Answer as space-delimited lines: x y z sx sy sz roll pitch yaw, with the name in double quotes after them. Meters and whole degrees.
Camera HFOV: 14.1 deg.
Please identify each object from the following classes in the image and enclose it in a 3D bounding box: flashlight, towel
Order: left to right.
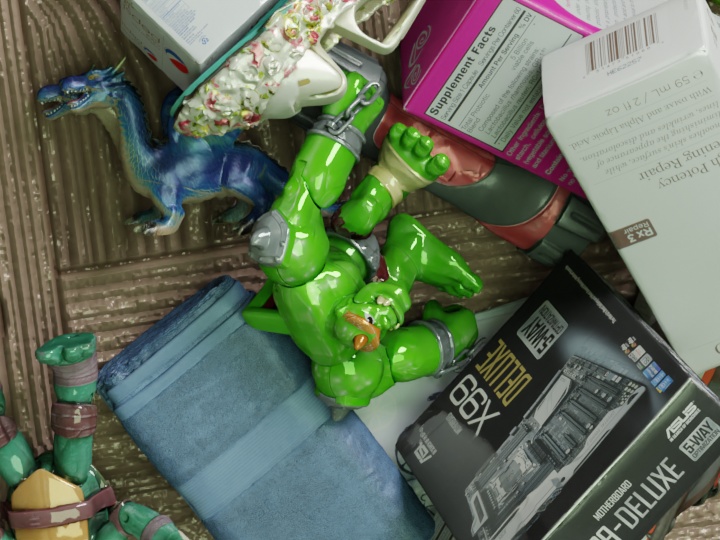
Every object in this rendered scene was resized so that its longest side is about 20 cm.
-0.054 0.107 1.696 0.112 0.049 0.200 -38 98 5 "towel"
0.052 -0.071 1.696 0.200 0.068 0.068 30 92 -18 "flashlight"

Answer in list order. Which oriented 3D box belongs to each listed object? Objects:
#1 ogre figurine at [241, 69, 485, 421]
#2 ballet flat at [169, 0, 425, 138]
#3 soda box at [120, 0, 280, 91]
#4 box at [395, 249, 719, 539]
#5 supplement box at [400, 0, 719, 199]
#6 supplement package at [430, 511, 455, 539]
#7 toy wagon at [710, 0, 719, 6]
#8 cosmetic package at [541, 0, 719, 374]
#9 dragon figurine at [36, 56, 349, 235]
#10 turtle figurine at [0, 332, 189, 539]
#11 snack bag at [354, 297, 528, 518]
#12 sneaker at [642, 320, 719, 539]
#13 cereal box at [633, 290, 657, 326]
0.000 0.000 1.651 0.120 0.098 0.200 -47 151 -27 "ogre figurine"
-0.016 -0.132 1.592 0.064 0.076 0.200 44 82 6 "ballet flat"
-0.043 -0.190 1.625 0.064 0.068 0.200 44 75 7 "soda box"
0.111 0.093 1.623 0.050 0.200 0.158 40 97 -25 "box"
0.131 -0.113 1.676 0.199 0.101 0.103 26 121 -17 "supplement box"
0.117 0.246 1.732 0.199 0.111 0.156 25 98 -23 "supplement package"
0.244 -0.230 1.733 0.199 0.040 0.156 23 94 -17 "toy wagon"
0.185 -0.046 1.618 0.101 0.074 0.200 -23 121 17 "cosmetic package"
-0.084 -0.073 1.665 0.199 0.059 0.100 0 100 -13 "dragon figurine"
-0.177 0.141 1.656 0.149 0.101 0.201 -13 98 -7 "turtle figurine"
0.043 0.126 1.753 0.188 0.021 0.201 -12 102 -12 "snack bag"
0.182 0.117 1.685 0.082 0.077 0.200 45 54 -29 "sneaker"
0.250 0.002 1.775 0.143 0.040 0.201 21 94 -18 "cereal box"
